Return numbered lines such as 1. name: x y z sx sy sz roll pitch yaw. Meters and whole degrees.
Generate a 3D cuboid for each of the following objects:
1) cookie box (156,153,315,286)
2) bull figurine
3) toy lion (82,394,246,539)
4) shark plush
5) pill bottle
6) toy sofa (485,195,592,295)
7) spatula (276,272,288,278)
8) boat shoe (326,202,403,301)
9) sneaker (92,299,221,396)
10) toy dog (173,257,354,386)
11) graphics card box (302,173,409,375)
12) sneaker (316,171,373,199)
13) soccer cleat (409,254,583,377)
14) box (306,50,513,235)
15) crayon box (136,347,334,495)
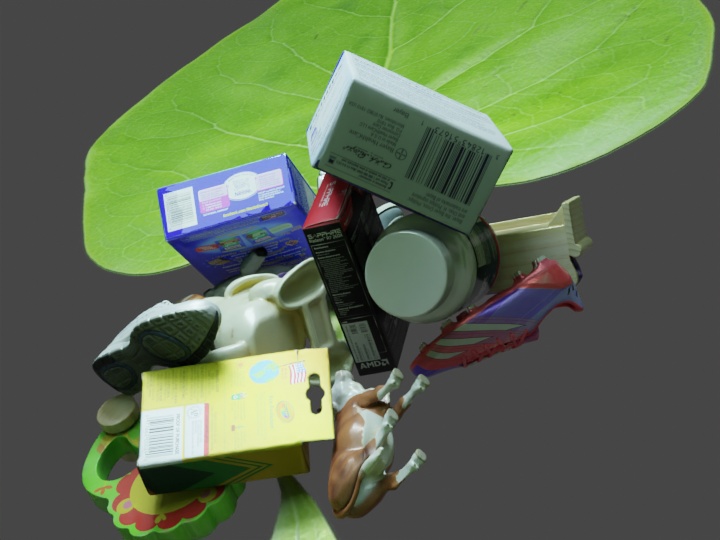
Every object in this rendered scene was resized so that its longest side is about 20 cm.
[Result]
1. cookie box: -0.136 -0.055 1.816 0.170 0.200 0.076 -15 67 9
2. bull figurine: 0.009 0.161 1.461 0.121 0.065 0.201 -44 26 27
3. toy lion: -0.208 0.214 1.538 0.198 0.069 0.192 -6 38 24
4. shark plush: -0.161 0.049 1.826 0.199 0.091 0.083 -35 3 5
5. pill bottle: 0.076 -0.005 1.588 0.119 0.121 0.200 -9 3 19
6. toy sofa: 0.166 -0.022 1.706 0.198 0.099 0.083 -9 5 19
7. spatula: -0.006 0.006 1.734 0.198 0.021 0.056 -6 -11 -25
8. boat shoe: 0.006 -0.017 1.827 0.062 0.073 0.200 39 42 8
9. sneaker: -0.213 0.064 1.566 0.199 0.075 0.087 -24 29 44
10. toy dog: -0.133 0.083 1.647 0.193 0.140 0.199 -35 20 -36
11. graphics card box: 0.000 0.000 1.626 0.050 0.201 0.126 -12 29 19
12. sneaker: 0.018 -0.147 2.026 0.090 0.079 0.200 6 42 26
13. soccer cleat: 0.145 0.064 1.574 0.199 0.077 0.067 -36 -6 -2
14. box: 0.046 -0.139 1.558 0.183 0.106 0.200 23 14 -9
15. crayon box: -0.123 0.152 1.489 0.198 0.051 0.128 -8 45 4
